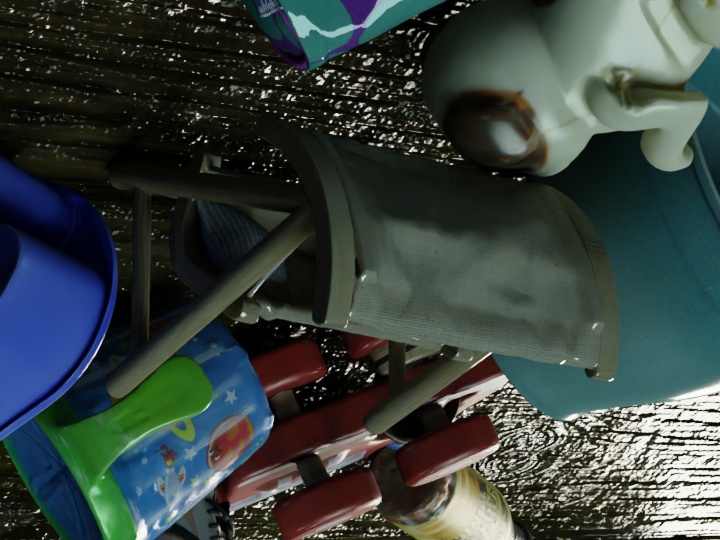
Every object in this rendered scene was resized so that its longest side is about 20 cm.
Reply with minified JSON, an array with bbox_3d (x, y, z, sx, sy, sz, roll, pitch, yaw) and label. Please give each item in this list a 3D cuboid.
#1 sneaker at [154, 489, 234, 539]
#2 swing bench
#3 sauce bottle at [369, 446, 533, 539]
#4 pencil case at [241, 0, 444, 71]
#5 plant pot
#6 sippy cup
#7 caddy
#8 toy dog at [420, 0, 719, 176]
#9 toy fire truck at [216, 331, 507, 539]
[{"bbox_3d":[-0.105,0.167,1.637,0.080,0.200,0.074,-33,135,-12],"label":"sneaker"},{"bbox_3d":[0.000,0.000,1.441,0.198,0.130,0.200,13,159,-39],"label":"swing bench"},{"bbox_3d":[0.071,0.170,1.903,0.066,0.066,0.200,-37,149,10],"label":"sauce bottle"},{"bbox_3d":[0.030,-0.182,1.347,0.199,0.085,0.093,-30,109,-2],"label":"pencil case"},{"bbox_3d":[0.170,-0.007,1.628,0.188,0.201,0.200,-28,152,26],"label":"plant pot"},{"bbox_3d":[-0.127,0.088,1.569,0.130,0.178,0.140,-31,122,-20],"label":"sippy cup"},{"bbox_3d":[-0.218,0.026,1.385,0.200,0.142,0.105,-35,143,9],"label":"caddy"},{"bbox_3d":[0.125,-0.129,1.457,0.200,0.140,0.194,-41,134,16],"label":"toy dog"},{"bbox_3d":[-0.004,0.097,1.716,0.199,0.113,0.168,-23,172,-11],"label":"toy fire truck"}]
